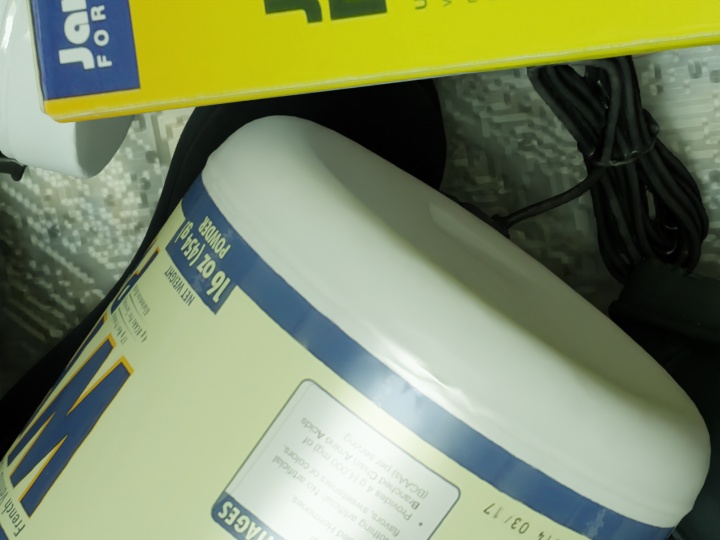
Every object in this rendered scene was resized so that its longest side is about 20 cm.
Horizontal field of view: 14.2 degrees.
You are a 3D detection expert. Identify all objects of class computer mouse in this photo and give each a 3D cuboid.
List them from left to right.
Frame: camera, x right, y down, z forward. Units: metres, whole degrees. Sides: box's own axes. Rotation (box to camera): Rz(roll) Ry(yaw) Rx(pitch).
[{"bbox_3d":[0.000,0.000,0.788,0.199,0.046,0.141,-24,135,-1],"label":"computer mouse"}]

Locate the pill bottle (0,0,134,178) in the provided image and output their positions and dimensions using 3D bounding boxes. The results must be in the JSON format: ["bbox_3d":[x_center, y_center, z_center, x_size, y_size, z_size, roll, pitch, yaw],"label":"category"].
[{"bbox_3d":[-0.157,-0.091,0.801,0.199,0.112,0.113,16,110,8],"label":"pill bottle"}]

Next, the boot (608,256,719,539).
[{"bbox_3d":[0.094,0.094,0.742,0.076,0.200,0.169,29,86,-30],"label":"boot"}]

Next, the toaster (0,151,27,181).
[{"bbox_3d":[-0.190,0.041,0.804,0.199,0.181,0.119,7,123,-12],"label":"toaster"}]

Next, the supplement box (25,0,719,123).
[{"bbox_3d":[0.031,-0.101,0.659,0.199,0.109,0.110,-5,95,25],"label":"supplement box"}]

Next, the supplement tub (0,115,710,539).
[{"bbox_3d":[-0.024,0.080,0.712,0.145,0.145,0.201,35,99,-3],"label":"supplement tub"}]

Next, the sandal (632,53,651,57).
[{"bbox_3d":[0.023,-0.090,0.798,0.210,0.070,0.078,3,109,9],"label":"sandal"}]

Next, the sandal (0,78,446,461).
[{"bbox_3d":[-0.038,0.013,0.844,0.076,0.043,0.201,23,119,-26],"label":"sandal"}]
